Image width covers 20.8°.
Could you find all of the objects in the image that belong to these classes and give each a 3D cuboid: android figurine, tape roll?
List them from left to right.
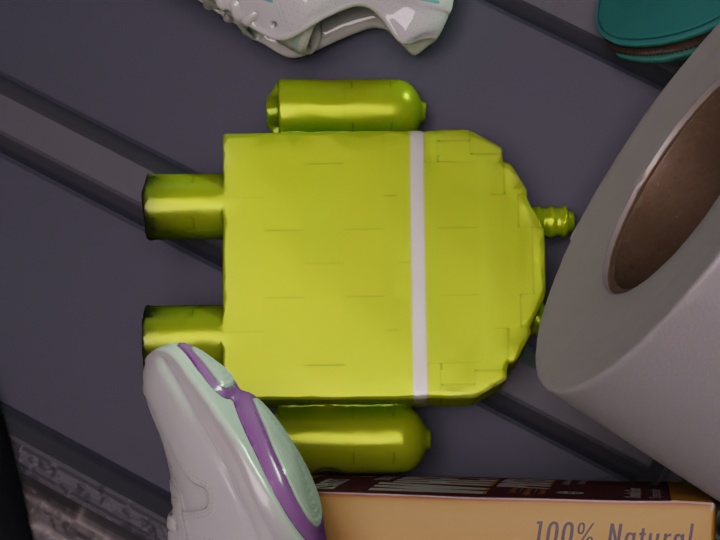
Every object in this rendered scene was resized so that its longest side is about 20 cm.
[{"bbox_3d":[0.000,0.000,0.892,0.198,0.041,0.184,-2,79,-1],"label":"android figurine"},{"bbox_3d":[0.181,-0.002,0.778,0.138,0.203,0.204,32,91,-9],"label":"tape roll"}]

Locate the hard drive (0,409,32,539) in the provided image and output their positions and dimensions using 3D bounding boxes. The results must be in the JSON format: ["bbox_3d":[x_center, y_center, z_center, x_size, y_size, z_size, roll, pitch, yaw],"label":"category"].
[{"bbox_3d":[-0.231,0.104,0.927,0.134,0.042,0.202,-15,85,2],"label":"hard drive"}]

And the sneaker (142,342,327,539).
[{"bbox_3d":[-0.052,0.128,0.753,0.099,0.075,0.202,-24,83,6],"label":"sneaker"}]

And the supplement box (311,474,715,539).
[{"bbox_3d":[0.051,0.192,0.840,0.195,0.133,0.202,1,87,8],"label":"supplement box"}]

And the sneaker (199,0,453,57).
[{"bbox_3d":[-0.051,-0.142,0.906,0.198,0.070,0.081,4,90,8],"label":"sneaker"}]

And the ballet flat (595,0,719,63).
[{"bbox_3d":[0.186,-0.136,0.844,0.070,0.200,0.068,11,65,-30],"label":"ballet flat"}]
